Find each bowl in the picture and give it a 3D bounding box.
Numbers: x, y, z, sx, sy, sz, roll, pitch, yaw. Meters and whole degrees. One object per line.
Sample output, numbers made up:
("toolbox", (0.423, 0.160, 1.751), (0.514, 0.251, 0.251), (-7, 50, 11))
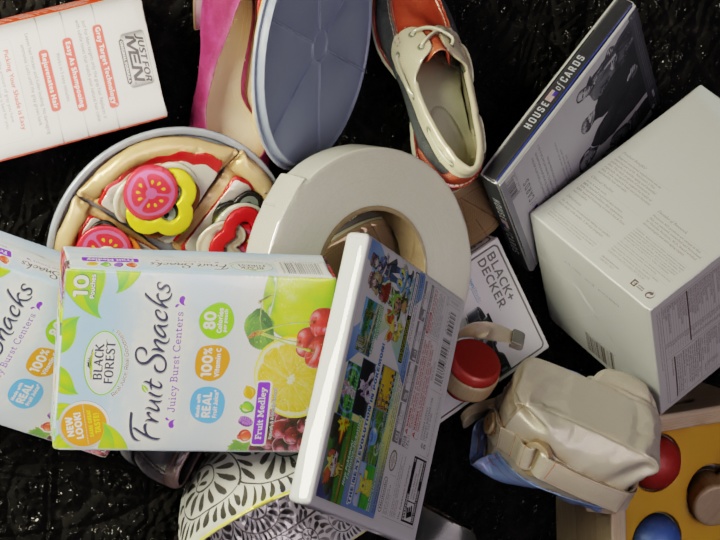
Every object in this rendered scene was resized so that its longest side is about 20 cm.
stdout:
("bowl", (-0.072, 0.171, 1.545), (0.199, 0.201, 0.095), (-15, 65, -21))

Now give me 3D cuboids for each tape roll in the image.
("tape roll", (0.000, 0.000, 1.516), (0.201, 0.037, 0.205), (-7, 101, -34))

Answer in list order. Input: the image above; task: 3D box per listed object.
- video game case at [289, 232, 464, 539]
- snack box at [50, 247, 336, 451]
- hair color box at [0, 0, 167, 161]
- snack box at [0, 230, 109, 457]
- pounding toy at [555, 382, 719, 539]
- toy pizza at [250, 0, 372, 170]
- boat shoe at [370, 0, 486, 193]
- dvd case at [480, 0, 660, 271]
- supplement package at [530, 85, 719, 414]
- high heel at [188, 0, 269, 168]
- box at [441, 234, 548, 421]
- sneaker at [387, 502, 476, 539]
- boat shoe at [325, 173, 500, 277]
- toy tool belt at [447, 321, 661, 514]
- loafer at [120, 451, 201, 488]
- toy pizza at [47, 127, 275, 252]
("video game case", (0.016, 0.093, 1.445), (0.182, 0.022, 0.202), (33, 67, -59))
("snack box", (-0.125, 0.060, 1.412), (0.198, 0.053, 0.144), (2, 109, -14))
("hair color box", (-0.257, -0.143, 1.458), (0.198, 0.061, 0.103), (-16, 104, -20))
("snack box", (-0.254, 0.053, 1.459), (0.199, 0.053, 0.143), (21, 119, -25))
("pounding toy", (0.293, 0.180, 1.703), (0.198, 0.142, 0.186), (-6, 100, -23))
("toy pizza", (-0.045, -0.180, 1.512), (0.200, 0.031, 0.202), (12, 90, -67))
("boat shoe", (0.059, -0.164, 1.567), (0.071, 0.063, 0.202), (-9, 79, -17))
("dvd case", (0.182, -0.114, 1.626), (0.200, 0.025, 0.151), (-51, 150, -14))
("supplement package", (0.275, -0.019, 1.634), (0.199, 0.152, 0.151), (-36, 142, -15))
("high heel", (-0.093, -0.134, 1.512), (0.067, 0.096, 0.202), (-5, 99, -23))
("box", (0.049, 0.065, 1.624), (0.199, 0.060, 0.117), (-32, 109, -17))
("sneaker", (0.098, 0.287, 1.668), (0.199, 0.075, 0.107), (33, 86, -23))
("boat shoe", (0.029, -0.030, 1.599), (0.199, 0.065, 0.072), (-28, 118, -20))
("toy tool belt", (0.144, 0.139, 1.586), (0.198, 0.123, 0.125), (21, 45, -7))
("loafer", (-0.103, 0.089, 1.515), (0.200, 0.063, 0.072), (-47, 151, -12))
("toy pizza", (-0.148, -0.015, 1.508), (0.198, 0.032, 0.202), (-9, 117, -19))
